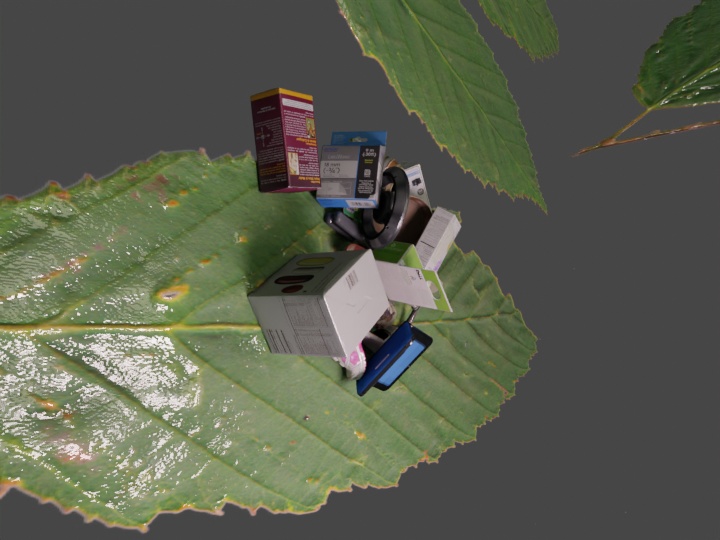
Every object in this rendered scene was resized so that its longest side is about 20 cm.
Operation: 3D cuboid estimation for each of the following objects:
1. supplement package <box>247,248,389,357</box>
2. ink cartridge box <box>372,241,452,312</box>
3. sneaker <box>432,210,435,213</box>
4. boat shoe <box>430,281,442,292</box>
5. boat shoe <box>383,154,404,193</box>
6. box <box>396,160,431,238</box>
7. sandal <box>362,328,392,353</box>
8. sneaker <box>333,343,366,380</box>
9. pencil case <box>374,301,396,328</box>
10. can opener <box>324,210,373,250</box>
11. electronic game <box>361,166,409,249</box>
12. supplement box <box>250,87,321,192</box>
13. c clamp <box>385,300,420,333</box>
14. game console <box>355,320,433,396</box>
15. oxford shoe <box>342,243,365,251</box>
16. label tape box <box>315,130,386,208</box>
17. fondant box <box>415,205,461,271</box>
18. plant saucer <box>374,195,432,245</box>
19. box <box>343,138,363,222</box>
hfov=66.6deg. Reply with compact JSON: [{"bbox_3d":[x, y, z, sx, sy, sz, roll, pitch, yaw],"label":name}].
[{"bbox_3d":[-0.083,0.065,1.139,0.191,0.199,0.148,-46,124,-48],"label":"supplement package"},{"bbox_3d":[0.133,0.013,1.324,0.076,0.199,0.148,-53,134,-29],"label":"ink cartridge box"},{"bbox_3d":[0.197,-0.100,1.639,0.076,0.090,0.201,33,52,-43],"label":"sneaker"},{"bbox_3d":[0.175,0.020,1.666,0.200,0.073,0.063,18,30,-49],"label":"boat shoe"},{"bbox_3d":[0.081,-0.223,1.457,0.075,0.068,0.200,-55,160,-15],"label":"boat shoe"},{"bbox_3d":[0.142,-0.202,1.553,0.060,0.117,0.201,-24,114,-13],"label":"box"},{"bbox_3d":[0.049,0.176,1.435,0.207,0.079,0.059,41,56,-44],"label":"sandal"},{"bbox_3d":[-0.039,0.184,1.314,0.081,0.088,0.201,-114,-163,-57],"label":"sneaker"},{"bbox_3d":[0.004,0.077,1.366,0.078,0.089,0.200,-54,134,1],"label":"pencil case"},{"bbox_3d":[-0.018,-0.075,1.373,0.200,0.053,0.067,36,59,-48],"label":"can opener"},{"bbox_3d":[0.058,-0.148,1.298,0.041,0.200,0.201,14,75,-26],"label":"electronic game"},{"bbox_3d":[-0.155,-0.267,1.151,0.110,0.085,0.201,-11,97,-56],"label":"supplement box"},{"bbox_3d":[0.112,0.105,1.520,0.171,0.027,0.200,-57,143,-2],"label":"c clamp"},{"bbox_3d":[0.093,0.239,1.372,0.118,0.200,0.171,40,9,-10],"label":"game console"},{"bbox_3d":[0.000,0.000,1.378,0.200,0.075,0.071,50,60,-44],"label":"oxford shoe"},{"bbox_3d":[-0.020,-0.251,1.290,0.063,0.143,0.201,48,46,-71],"label":"label tape box"},{"bbox_3d":[0.195,-0.060,1.484,0.201,0.058,0.144,-61,161,1],"label":"fondant box"},{"bbox_3d":[0.098,-0.116,1.473,0.199,0.035,0.201,-13,126,-18],"label":"plant saucer"},{"bbox_3d":[-0.014,-0.225,1.393,0.117,0.048,0.201,22,68,-54],"label":"box"}]
